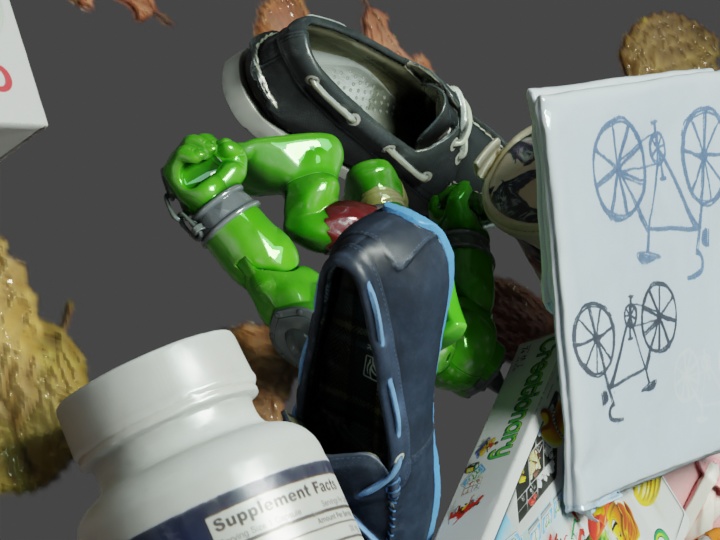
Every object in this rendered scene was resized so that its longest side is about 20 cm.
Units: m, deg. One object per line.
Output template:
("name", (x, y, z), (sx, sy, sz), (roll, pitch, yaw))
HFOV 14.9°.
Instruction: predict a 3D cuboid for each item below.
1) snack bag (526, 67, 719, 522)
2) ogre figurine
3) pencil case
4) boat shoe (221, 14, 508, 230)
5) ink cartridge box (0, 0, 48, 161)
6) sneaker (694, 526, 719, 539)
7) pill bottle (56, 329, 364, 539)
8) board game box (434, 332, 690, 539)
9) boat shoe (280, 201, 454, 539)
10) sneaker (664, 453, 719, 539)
("snack bag", (0.137, 0.006, 1.320), (0.188, 0.021, 0.201), (-14, 100, -56))
("ogre figurine", (0.000, 0.000, 1.298), (0.200, 0.098, 0.120), (34, 31, -55))
("pencil case", (0.131, 0.002, 1.411), (0.200, 0.089, 0.078), (53, 50, -44))
("boat shoe", (0.021, -0.073, 1.407), (0.200, 0.060, 0.076), (17, 52, -42))
("ink cartridge box", (-0.242, -0.113, 1.058), (0.147, 0.146, 0.200), (0, 66, -49))
("sneaker", (0.215, 0.221, 1.340), (0.077, 0.112, 0.200), (-21, 74, -10))
("pill bottle", (-0.050, 0.132, 1.135), (0.111, 0.111, 0.200), (-12, 75, -52))
("board game box", (0.090, 0.136, 1.270), (0.126, 0.035, 0.200), (57, 35, -23))
("boat shoe", (-0.011, 0.067, 1.201), (0.069, 0.084, 0.201), (-28, 126, -50))
("sneaker", (0.216, 0.143, 1.416), (0.200, 0.075, 0.105), (30, -1, -20))
